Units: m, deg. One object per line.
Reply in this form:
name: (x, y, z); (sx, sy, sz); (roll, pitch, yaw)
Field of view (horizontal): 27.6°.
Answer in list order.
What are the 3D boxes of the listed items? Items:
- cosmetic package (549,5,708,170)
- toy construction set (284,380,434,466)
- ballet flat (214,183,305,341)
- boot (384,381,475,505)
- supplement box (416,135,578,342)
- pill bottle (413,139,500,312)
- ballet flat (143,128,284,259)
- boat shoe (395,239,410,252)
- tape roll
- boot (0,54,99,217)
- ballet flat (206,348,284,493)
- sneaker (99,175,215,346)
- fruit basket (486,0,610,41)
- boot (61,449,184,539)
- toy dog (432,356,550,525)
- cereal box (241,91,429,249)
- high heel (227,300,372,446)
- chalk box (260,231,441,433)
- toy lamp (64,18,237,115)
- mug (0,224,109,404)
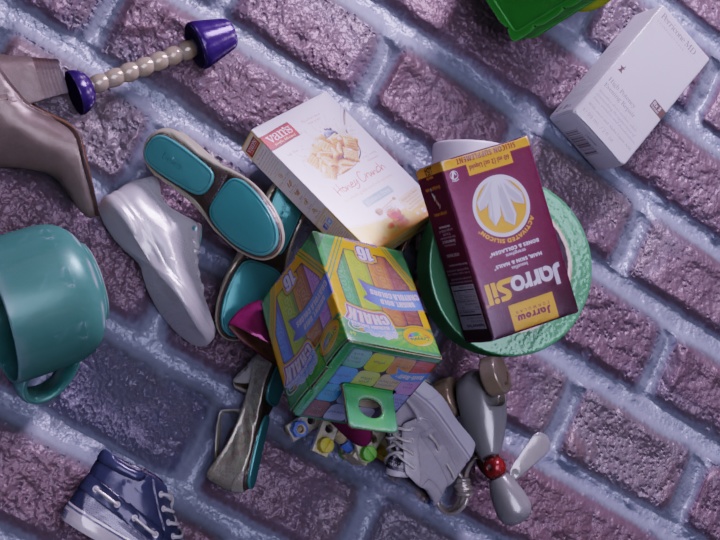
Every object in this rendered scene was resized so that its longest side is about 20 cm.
cosmetic package: (0.345, -0.233, 1.877); (0.102, 0.074, 0.200); (44, 74, -15)
toy construction set: (0.015, 0.146, 1.718); (0.131, 0.092, 0.201); (38, 85, -15)
ballet flat: (-0.115, -0.013, 1.683); (0.069, 0.069, 0.201); (29, 82, -18)
boot: (0.057, 0.189, 1.653); (0.200, 0.073, 0.096); (49, 65, -38)
supplement box: (0.149, -0.032, 1.601); (0.110, 0.086, 0.202); (-17, 91, -17)
pill bottle: (0.125, -0.049, 1.752); (0.119, 0.119, 0.202); (5, 85, -22)
ballet flat: (-0.156, -0.087, 1.635); (0.200, 0.070, 0.069); (43, 72, 10)
boat shoe: (0.000, 0.000, 1.722); (0.075, 0.074, 0.201); (32, 76, -17)
tape roll: (0.165, -0.003, 1.673); (0.199, 0.048, 0.202); (1, 86, -16)
boot: (-0.377, -0.137, 1.587); (0.145, 0.070, 0.202); (-17, 92, -16)
ballet flat: (-0.127, 0.152, 1.669); (0.062, 0.068, 0.201); (14, 73, 11)
sneaker: (-0.205, -0.015, 1.646); (0.088, 0.075, 0.201); (-35, 99, -32)
fruit basket: (0.258, -0.381, 1.808); (0.215, 0.215, 0.156); (-40, 102, -19)
boot: (-0.222, 0.281, 1.615); (0.199, 0.073, 0.091); (33, 81, -17)
toy dog: (0.160, 0.199, 1.769); (0.096, 0.131, 0.202); (-4, 93, -60)
cereal box: (-0.021, -0.105, 1.671); (0.200, 0.040, 0.144); (46, 44, 10)
high heel: (-0.067, 0.121, 1.620); (0.096, 0.067, 0.201); (-25, 75, -42)
chalk box: (-0.007, 0.080, 1.538); (0.124, 0.124, 0.201); (12, 41, -34)
toy lamp: (-0.232, -0.235, 1.650); (0.199, 0.058, 0.059); (-25, 96, -22)
mug: (-0.337, 0.037, 1.556); (0.114, 0.185, 0.153); (-20, 70, -24)
